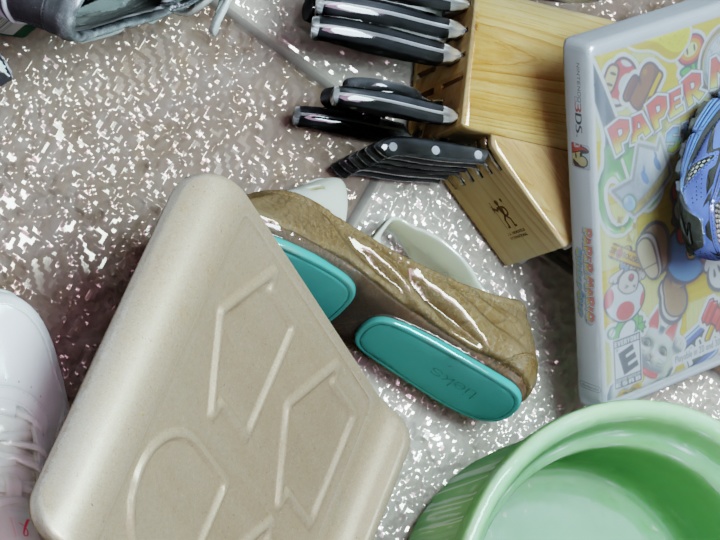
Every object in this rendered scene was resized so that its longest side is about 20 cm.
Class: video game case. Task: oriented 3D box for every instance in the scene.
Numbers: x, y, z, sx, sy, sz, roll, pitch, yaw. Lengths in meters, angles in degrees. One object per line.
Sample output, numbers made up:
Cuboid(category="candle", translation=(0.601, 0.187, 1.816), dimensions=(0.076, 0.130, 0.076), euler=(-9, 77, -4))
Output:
Cuboid(category="video game case", translation=(0.179, -0.045, 1.374), dimensions=(0.200, 0.023, 0.183), euler=(-19, 115, -35))

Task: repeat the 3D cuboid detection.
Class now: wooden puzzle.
Cuboid(category="wooden puzzle", translation=(-0.064, 0.086, 1.243), dimensions=(0.200, 0.046, 0.186), euler=(53, 49, -42))

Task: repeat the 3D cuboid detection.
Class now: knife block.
Cuboid(category="knife block", translation=(0.067, -0.101, 1.365), dimensions=(0.200, 0.064, 0.176), euler=(-39, 99, -25))

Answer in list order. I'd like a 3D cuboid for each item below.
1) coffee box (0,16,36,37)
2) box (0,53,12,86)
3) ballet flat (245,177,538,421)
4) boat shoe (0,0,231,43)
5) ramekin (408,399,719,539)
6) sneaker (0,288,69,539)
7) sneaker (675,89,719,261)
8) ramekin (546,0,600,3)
Cuboid(category="coffee box", translation=(-0.231, -0.177, 1.250), dimensions=(0.199, 0.044, 0.123), euler=(8, 79, -23))
Cuboid(category="box", translation=(-0.266, -0.092, 1.192), dimensions=(0.200, 0.036, 0.143), euler=(-33, 109, -16))
Cuboid(category="ballet flat", translation=(0.000, 0.000, 1.323), dimensions=(0.200, 0.068, 0.073), euler=(26, 52, -19))
Cuboid(category="boat shoe", translation=(-0.081, -0.145, 1.265), dimensions=(0.199, 0.068, 0.074), euler=(-22, 135, -52))
Cuboid(category="ramekin", translation=(0.111, 0.164, 1.322), dimensions=(0.199, 0.098, 0.201), euler=(4, 80, -24))
Cuboid(category="sneaker", translation=(-0.149, 0.104, 1.210), dimensions=(0.078, 0.099, 0.201), euler=(3, 80, -23))
Cuboid(category="sneaker", translation=(0.224, -0.061, 1.341), dimensions=(0.200, 0.078, 0.076), euler=(-31, 121, -31))
Cuboid(category="ramekin", translation=(0.061, -0.205, 1.310), dimensions=(0.200, 0.200, 0.098), euler=(28, 78, -18))
